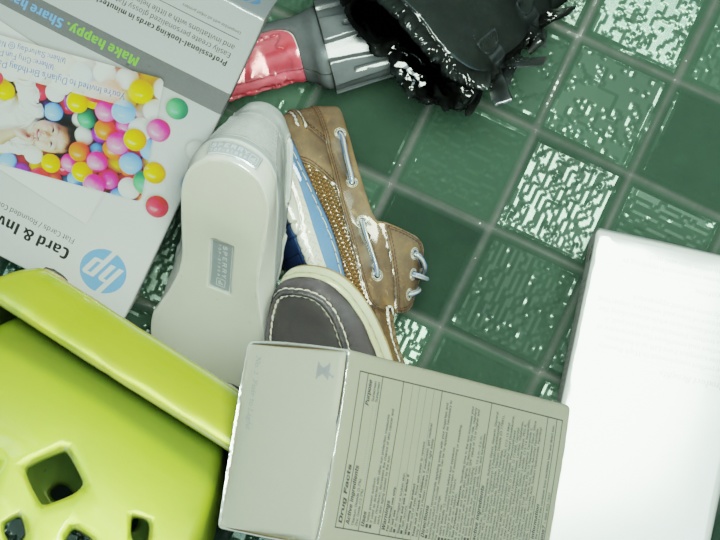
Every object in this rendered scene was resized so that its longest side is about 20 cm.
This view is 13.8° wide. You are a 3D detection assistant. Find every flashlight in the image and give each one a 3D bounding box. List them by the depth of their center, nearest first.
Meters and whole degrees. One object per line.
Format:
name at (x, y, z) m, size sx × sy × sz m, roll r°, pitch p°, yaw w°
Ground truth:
flashlight at (-0.079, -0.108, 1.697) m, size 0.199 × 0.068 × 0.068 m, roll -14°, pitch 84°, yaw 0°

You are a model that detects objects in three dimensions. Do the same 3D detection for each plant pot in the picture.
plant pot at (-0.162, 0.119, 1.622) m, size 0.200 × 0.199 × 0.182 m, roll 32°, pitch 80°, yaw 4°

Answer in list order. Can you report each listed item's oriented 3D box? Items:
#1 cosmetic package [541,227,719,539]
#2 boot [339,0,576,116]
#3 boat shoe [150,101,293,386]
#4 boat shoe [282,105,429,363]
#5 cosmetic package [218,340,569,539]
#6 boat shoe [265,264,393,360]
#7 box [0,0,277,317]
cosmetic package at (0.159, 0.085, 1.678) m, size 0.101 × 0.074 × 0.201 m, roll 13°, pitch 88°, yaw 2°
boot at (0.048, -0.196, 1.677) m, size 0.162 × 0.073 × 0.198 m, roll -42°, pitch 92°, yaw -24°
boat shoe at (-0.072, -0.011, 1.652) m, size 0.072 × 0.201 × 0.069 m, roll 18°, pitch 46°, yaw 14°
boat shoe at (0.000, 0.000, 1.686) m, size 0.072 × 0.072 × 0.201 m, roll -24°, pitch 95°, yaw -16°
cosmetic package at (0.022, 0.104, 1.582) m, size 0.073 × 0.200 × 0.104 m, roll 5°, pitch 82°, yaw 40°
boat shoe at (-0.022, 0.096, 1.639) m, size 0.072 × 0.065 × 0.201 m, roll 10°, pitch 119°, yaw 25°
box at (-0.156, -0.095, 1.633) m, size 0.155 × 0.041 × 0.201 m, roll 27°, pitch 116°, yaw -1°
